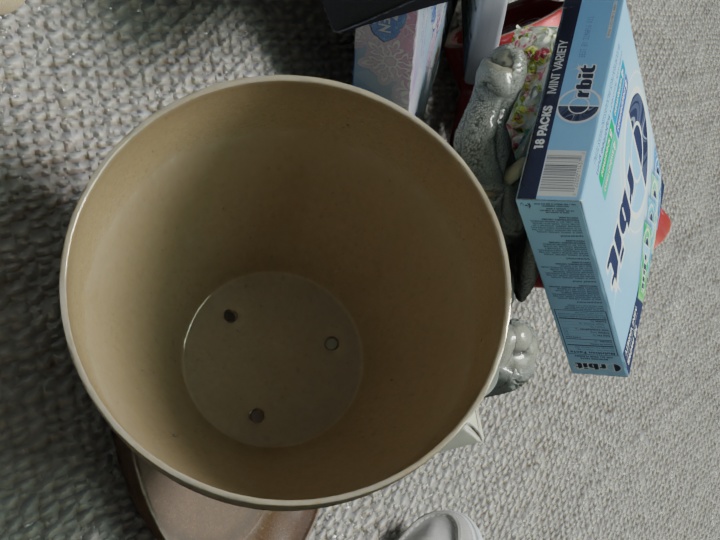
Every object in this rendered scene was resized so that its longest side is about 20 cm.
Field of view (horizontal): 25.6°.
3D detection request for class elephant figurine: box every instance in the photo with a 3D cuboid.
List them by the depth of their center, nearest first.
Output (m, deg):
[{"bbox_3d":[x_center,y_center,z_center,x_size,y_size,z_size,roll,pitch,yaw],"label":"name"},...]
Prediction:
[{"bbox_3d":[0.074,-0.020,1.053,0.141,0.155,0.200,31,64,-29],"label":"elephant figurine"}]

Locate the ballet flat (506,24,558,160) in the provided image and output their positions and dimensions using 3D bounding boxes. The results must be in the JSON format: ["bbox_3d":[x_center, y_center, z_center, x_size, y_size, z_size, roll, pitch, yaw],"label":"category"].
[{"bbox_3d":[0.107,-0.084,1.134,0.076,0.064,0.200,-2,116,-61],"label":"ballet flat"}]

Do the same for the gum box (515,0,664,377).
[{"bbox_3d":[0.159,-0.053,1.061,0.200,0.044,0.170,66,34,-50],"label":"gum box"}]

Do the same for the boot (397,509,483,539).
[{"bbox_3d":[0.021,0.203,0.974,0.200,0.073,0.096,-64,144,-44],"label":"boot"}]

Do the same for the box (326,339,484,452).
[{"bbox_3d":[0.009,0.011,0.935,0.068,0.082,0.200,47,30,-71],"label":"box"}]

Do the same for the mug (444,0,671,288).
[{"bbox_3d":[0.141,-0.096,1.215,0.178,0.133,0.200,-50,124,-56],"label":"mug"}]

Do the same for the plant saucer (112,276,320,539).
[{"bbox_3d":[-0.078,0.075,0.870,0.200,0.032,0.200,24,62,-59],"label":"plant saucer"}]

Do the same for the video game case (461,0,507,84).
[{"bbox_3d":[0.089,-0.260,1.098,0.200,0.022,0.183,95,-4,-59],"label":"video game case"}]

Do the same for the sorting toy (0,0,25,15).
[{"bbox_3d":[-0.206,-0.215,0.662,0.185,0.036,0.200,-5,89,-62],"label":"sorting toy"}]

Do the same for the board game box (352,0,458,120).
[{"bbox_3d":[0.036,-0.190,1.040,0.200,0.043,0.199,94,9,-52],"label":"board game box"}]

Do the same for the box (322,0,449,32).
[{"bbox_3d":[0.052,-0.254,0.854,0.198,0.123,0.200,-24,96,-45],"label":"box"}]

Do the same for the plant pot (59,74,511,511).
[{"bbox_3d":[-0.038,0.025,0.761,0.134,0.200,0.201,109,-15,-71],"label":"plant pot"}]

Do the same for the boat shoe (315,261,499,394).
[{"bbox_3d":[-0.001,0.000,0.873,0.202,0.065,0.074,49,38,15],"label":"boat shoe"}]
